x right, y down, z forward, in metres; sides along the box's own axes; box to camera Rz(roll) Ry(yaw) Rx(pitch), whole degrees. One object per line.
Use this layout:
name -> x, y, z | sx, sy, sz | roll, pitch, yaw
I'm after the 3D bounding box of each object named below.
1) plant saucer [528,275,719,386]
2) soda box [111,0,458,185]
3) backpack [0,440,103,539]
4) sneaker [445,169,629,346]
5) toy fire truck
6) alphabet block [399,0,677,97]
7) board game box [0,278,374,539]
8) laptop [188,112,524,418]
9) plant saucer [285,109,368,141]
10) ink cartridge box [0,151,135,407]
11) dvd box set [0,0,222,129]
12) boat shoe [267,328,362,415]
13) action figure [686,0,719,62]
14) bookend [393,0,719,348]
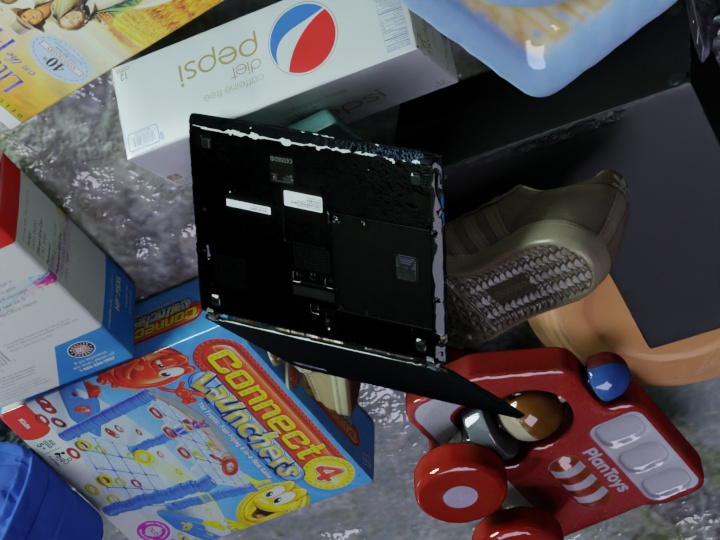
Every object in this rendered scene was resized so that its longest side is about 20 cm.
plant saucer -> 0.209, 0.012, 1.535 | 0.199, 0.032, 0.201 | 0, 136, 0
soda box -> -0.047, -0.117, 1.367 | 0.199, 0.064, 0.068 | -19, 160, 20
backpack -> -0.300, 0.206, 1.618 | 0.199, 0.163, 0.168 | -11, 136, 34
sneaker -> 0.084, -0.008, 1.352 | 0.200, 0.076, 0.071 | -12, 125, 48
toy fire truck -> 0.130, 0.118, 1.590 | 0.167, 0.112, 0.200 | -25, 131, 20
alphabet block -> 0.088, -0.247, 1.149 | 0.196, 0.201, 0.195 | 34, 128, -30
board game box -> -0.121, 0.107, 1.619 | 0.195, 0.056, 0.200 | -22, 131, 22
laptop -> 0.000, 0.000, 1.357 | 0.177, 0.103, 0.201 | 11, 115, 31
plant saucer -> -0.003, -0.052, 1.430 | 0.070, 0.019, 0.200 | -24, 153, 17
ink cartridge box -> -0.250, -0.002, 1.492 | 0.116, 0.067, 0.200 | -20, 136, 20
dvd box set -> -0.183, -0.178, 1.345 | 0.199, 0.029, 0.146 | -27, 130, 25
boat shoe -> -0.039, 0.013, 1.518 | 0.062, 0.073, 0.201 | -4, 125, 13
action figure -> 0.292, -0.173, 1.319 | 0.199, 0.070, 0.131 | -5, 127, 0
bookend -> 0.152, -0.037, 1.419 | 0.198, 0.092, 0.200 | -19, 124, 21
